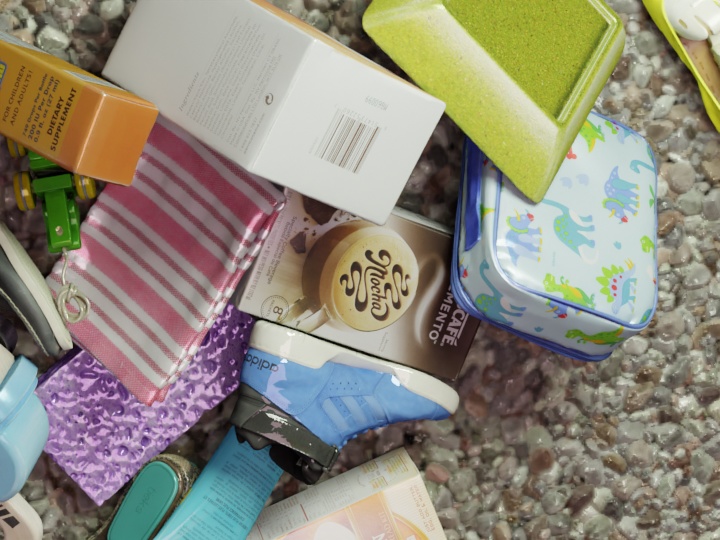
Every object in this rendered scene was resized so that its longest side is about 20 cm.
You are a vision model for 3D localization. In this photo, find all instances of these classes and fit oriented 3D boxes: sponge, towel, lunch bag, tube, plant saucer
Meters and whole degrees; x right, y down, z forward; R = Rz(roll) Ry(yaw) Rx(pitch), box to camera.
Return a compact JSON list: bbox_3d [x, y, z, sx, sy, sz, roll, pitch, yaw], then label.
[{"bbox_3d":[-0.175,0.087,1.738,0.200,0.030,0.112,-41,107,0],"label":"sponge"},{"bbox_3d":[-0.158,-0.015,1.666,0.146,0.030,0.200,37,100,26],"label":"towel"},{"bbox_3d":[0.151,-0.040,1.692,0.160,0.082,0.201,19,55,-22],"label":"lunch bag"},{"bbox_3d":[-0.094,0.162,1.725,0.077,0.050,0.200,39,71,-23],"label":"tube"},{"bbox_3d":[0.119,-0.188,1.653,0.200,0.048,0.200,44,49,-15],"label":"plant saucer"}]

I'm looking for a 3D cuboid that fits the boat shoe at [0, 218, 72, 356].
[{"bbox_3d":[-0.295,-0.010,1.657,0.068,0.072,0.200,-38,89,-2],"label":"boat shoe"}]

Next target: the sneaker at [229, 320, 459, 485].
[{"bbox_3d":[-0.016,0.117,1.701,0.199,0.077,0.112,19,88,-38],"label":"sneaker"}]

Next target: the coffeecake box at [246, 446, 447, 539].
[{"bbox_3d":[-0.021,0.263,1.789,0.199,0.073,0.154,-24,108,-4],"label":"coffeecake box"}]

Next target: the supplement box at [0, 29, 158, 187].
[{"bbox_3d":[-0.245,-0.129,1.589,0.069,0.200,0.067,11,102,-53],"label":"supplement box"}]

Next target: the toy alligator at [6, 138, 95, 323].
[{"bbox_3d":[-0.234,-0.058,1.666,0.059,0.054,0.201,-9,88,0],"label":"toy alligator"}]

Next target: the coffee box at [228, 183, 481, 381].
[{"bbox_3d":[0.000,0.000,1.712,0.199,0.080,0.113,19,98,-23],"label":"coffee box"}]

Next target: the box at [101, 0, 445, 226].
[{"bbox_3d":[-0.066,-0.135,1.593,0.152,0.200,0.107,20,101,-47],"label":"box"}]

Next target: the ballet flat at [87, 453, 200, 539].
[{"bbox_3d":[-0.194,0.235,1.751,0.068,0.075,0.200,41,95,24],"label":"ballet flat"}]

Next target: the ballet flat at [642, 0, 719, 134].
[{"bbox_3d":[0.288,-0.185,1.743,0.067,0.067,0.200,-31,107,-2],"label":"ballet flat"}]

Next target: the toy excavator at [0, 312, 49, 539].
[{"bbox_3d":[-0.293,0.161,1.688,0.200,0.100,0.194,44,119,-12],"label":"toy excavator"}]
